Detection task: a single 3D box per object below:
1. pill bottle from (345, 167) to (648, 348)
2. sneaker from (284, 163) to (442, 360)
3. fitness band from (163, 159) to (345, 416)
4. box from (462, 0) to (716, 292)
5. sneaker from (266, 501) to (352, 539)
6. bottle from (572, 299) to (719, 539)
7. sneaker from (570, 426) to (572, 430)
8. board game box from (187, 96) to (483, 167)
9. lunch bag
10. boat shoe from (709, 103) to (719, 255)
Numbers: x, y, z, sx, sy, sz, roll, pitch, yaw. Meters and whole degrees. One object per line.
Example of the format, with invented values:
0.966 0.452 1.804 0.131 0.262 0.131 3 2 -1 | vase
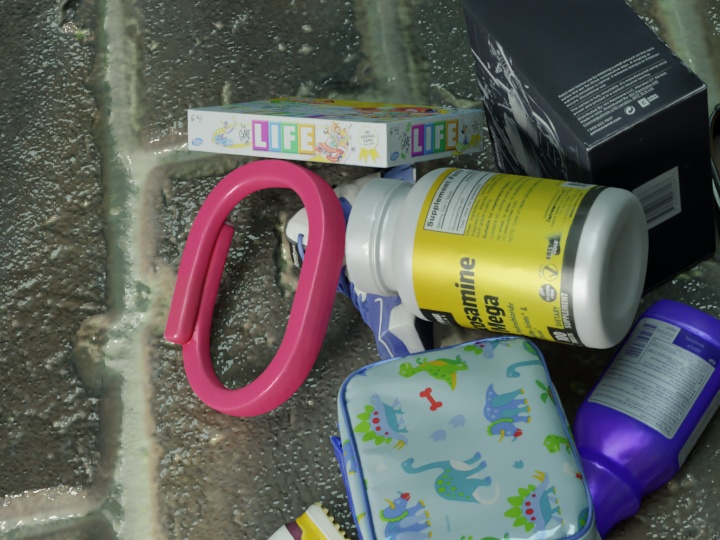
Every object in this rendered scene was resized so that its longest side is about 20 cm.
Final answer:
0.095 -0.013 1.399 0.199 0.113 0.113 8 57 27 | pill bottle
0.000 -0.001 1.546 0.114 0.081 0.200 -12 47 10 | sneaker
-0.080 0.013 1.524 0.143 0.037 0.201 6 79 38 | fitness band
0.176 -0.108 1.495 0.104 0.201 0.182 -28 52 -8 | box
-0.009 0.258 1.368 0.090 0.075 0.200 -38 50 -1 | sneaker
0.197 0.116 1.415 0.083 0.065 0.200 23 64 27 | bottle
0.068 0.179 1.405 0.106 0.075 0.200 13 50 27 | sneaker
-0.020 -0.112 1.570 0.199 0.035 0.134 7 13 36 | board game box
0.068 0.142 1.328 0.160 0.083 0.201 -13 44 -2 | lunch bag
0.306 -0.039 1.499 0.071 0.068 0.201 -14 57 2 | boat shoe
